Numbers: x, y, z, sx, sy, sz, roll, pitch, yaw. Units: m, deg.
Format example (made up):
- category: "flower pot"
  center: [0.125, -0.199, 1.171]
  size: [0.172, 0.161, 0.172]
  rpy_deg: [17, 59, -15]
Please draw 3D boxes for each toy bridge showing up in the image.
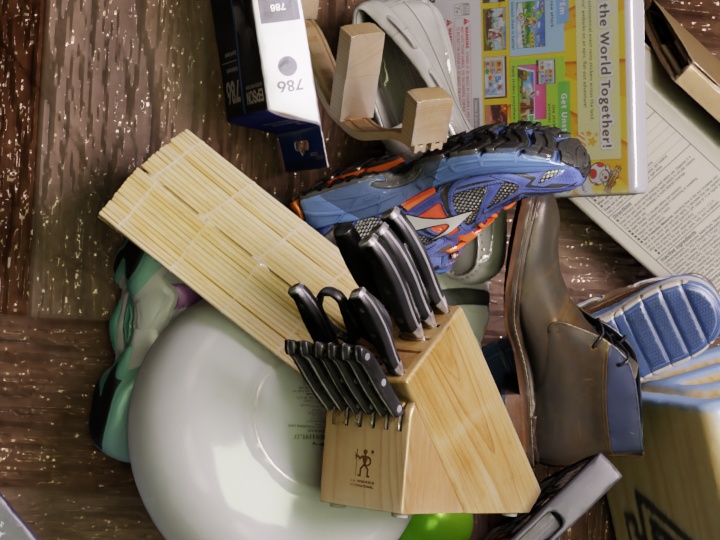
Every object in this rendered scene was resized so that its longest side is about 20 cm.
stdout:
- category: "toy bridge"
  center: [-0.003, -0.125, 1.346]
  size: [0.027, 0.200, 0.067]
  rpy_deg: [-10, 125, -27]

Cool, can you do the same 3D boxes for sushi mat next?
- category: "sushi mat"
  center: [-0.060, -0.002, 1.291]
  size: [0.200, 0.012, 0.096]
  rpy_deg: [38, 54, 8]

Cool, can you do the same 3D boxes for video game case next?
- category: "video game case"
  center: [0.103, -0.147, 1.395]
  size: [0.023, 0.181, 0.201]
  rpy_deg: [-2, 91, -58]
- category: "video game case"
  center: [0.081, 0.196, 1.358]
  size: [0.181, 0.200, 0.026]
  rpy_deg: [-43, 86, -10]

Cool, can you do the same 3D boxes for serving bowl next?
- category: "serving bowl"
  center: [-0.040, 0.098, 1.294]
  size: [0.199, 0.066, 0.201]
  rpy_deg: [8, 70, -24]

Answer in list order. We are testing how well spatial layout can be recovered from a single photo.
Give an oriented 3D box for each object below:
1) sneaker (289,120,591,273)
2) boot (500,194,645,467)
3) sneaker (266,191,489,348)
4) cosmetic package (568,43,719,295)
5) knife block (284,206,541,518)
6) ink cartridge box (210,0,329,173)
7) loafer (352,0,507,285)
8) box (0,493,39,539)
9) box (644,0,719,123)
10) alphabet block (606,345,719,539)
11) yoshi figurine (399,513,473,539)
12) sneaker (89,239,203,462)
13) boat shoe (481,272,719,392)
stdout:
- category: "sneaker"
  center: [0.056, -0.040, 1.315]
  size: [0.075, 0.199, 0.079]
  rpy_deg: [-41, 114, -57]
- category: "boot"
  center: [0.142, 0.036, 1.370]
  size: [0.096, 0.075, 0.201]
  rpy_deg: [3, 112, 7]
- category: "sneaker"
  center: [0.000, 0.000, 1.412]
  size: [0.200, 0.074, 0.080]
  rpy_deg: [31, 52, -12]
- category: "cosmetic package"
  center: [0.202, -0.075, 1.450]
  size: [0.200, 0.071, 0.105]
  rpy_deg: [42, 115, -15]
- category: "knife block"
  center: [0.036, 0.056, 1.244]
  size: [0.200, 0.064, 0.176]
  rpy_deg: [8, 87, -52]
- category: "ink cartridge box"
  center: [-0.066, -0.160, 1.363]
  size: [0.039, 0.099, 0.201]
  rpy_deg: [-11, 93, -19]
- category: "loafer"
  center: [0.041, -0.085, 1.377]
  size: [0.070, 0.070, 0.201]
  rpy_deg: [-7, 73, -48]
- category: "box"
  center: [-0.253, 0.180, 1.272]
  size: [0.104, 0.148, 0.200]
  rpy_deg: [-40, 103, -15]
- category: "box"
  center: [0.279, -0.098, 1.458]
  size: [0.200, 0.164, 0.021]
  rpy_deg: [40, 105, -15]
- category: "alphabet block"
  center: [0.292, 0.157, 1.440]
  size: [0.195, 0.196, 0.201]
  rpy_deg: [-16, 95, -17]
- category: "yoshi figurine"
  center: [0.002, 0.199, 1.389]
  size: [0.112, 0.112, 0.200]
  rpy_deg: [42, 75, -23]
- category: "sneaker"
  center: [-0.092, 0.032, 1.372]
  size: [0.139, 0.078, 0.201]
  rpy_deg: [10, 96, -21]
- category: "boat shoe"
  center: [0.156, 0.058, 1.444]
  size: [0.199, 0.072, 0.073]
  rpy_deg: [-20, 98, 13]
